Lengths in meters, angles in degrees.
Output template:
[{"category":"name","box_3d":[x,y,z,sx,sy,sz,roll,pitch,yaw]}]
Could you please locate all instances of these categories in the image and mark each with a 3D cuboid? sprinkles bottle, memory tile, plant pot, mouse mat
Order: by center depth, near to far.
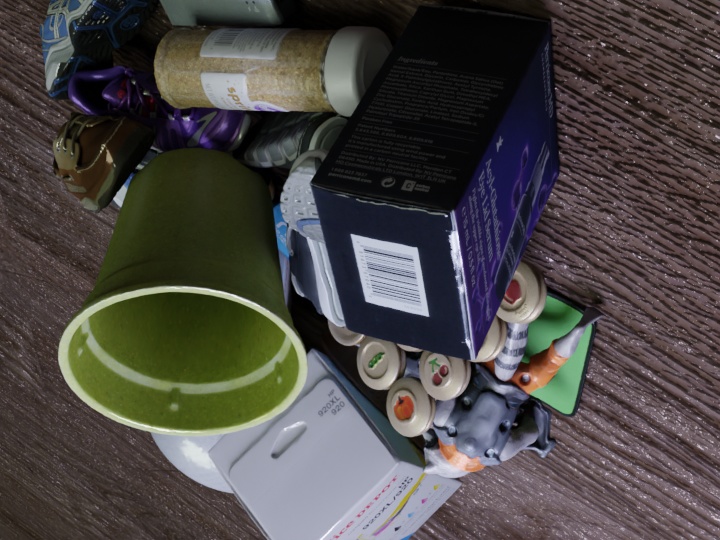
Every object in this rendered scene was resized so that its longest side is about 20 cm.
[{"category":"sprinkles bottle","box_3d":[-0.070,-0.160,1.035,0.198,0.069,0.069,7,137,32]},{"category":"memory tile","box_3d":[0.057,0.028,1.081,0.200,0.017,0.154,-50,58,31]},{"category":"plant pot","box_3d":[-0.141,0.006,1.090,0.197,0.186,0.202,0,140,0]},{"category":"mouse mat","box_3d":[0.120,0.045,1.183,0.199,0.008,0.162,28,147,20]}]

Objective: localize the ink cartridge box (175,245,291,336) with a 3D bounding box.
[{"category":"ink cartridge box","box_3d":[-0.144,0.053,1.273,0.144,0.149,0.201,4,154,-1]}]

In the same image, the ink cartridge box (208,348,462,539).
[{"category":"ink cartridge box","box_3d":[-0.021,0.194,1.264,0.145,0.147,0.200,48,-175,25]}]

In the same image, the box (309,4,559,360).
[{"category":"box","box_3d":[0.060,-0.066,0.909,0.103,0.201,0.149,12,142,23]}]

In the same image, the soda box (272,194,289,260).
[{"category":"soda box","box_3d":[0.000,0.000,1.195,0.200,0.064,0.068,48,149,-7]}]

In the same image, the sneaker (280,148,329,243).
[{"category":"sneaker","box_3d":[0.001,-0.051,0.997,0.074,0.088,0.200,15,167,26]}]

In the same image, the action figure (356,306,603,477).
[{"category":"action figure","box_3d":[0.090,0.089,1.109,0.198,0.105,0.195,22,109,4]}]

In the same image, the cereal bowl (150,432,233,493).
[{"category":"cereal bowl","box_3d":[-0.129,0.137,1.409,0.199,0.200,0.084,37,133,6]}]

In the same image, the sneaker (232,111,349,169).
[{"category":"sneaker","box_3d":[-0.021,-0.085,1.111,0.199,0.075,0.116,-4,130,50]}]

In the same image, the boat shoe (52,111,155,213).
[{"category":"boat shoe","box_3d":[-0.239,-0.101,1.150,0.074,0.076,0.200,38,161,-12]}]

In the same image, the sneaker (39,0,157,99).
[{"category":"sneaker","box_3d":[-0.246,-0.235,1.169,0.200,0.075,0.078,-38,69,45]}]

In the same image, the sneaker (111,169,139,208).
[{"category":"sneaker","box_3d":[-0.204,-0.085,1.314,0.077,0.076,0.200,-13,130,47]}]

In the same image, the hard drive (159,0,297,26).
[{"category":"hard drive","box_3d":[-0.142,-0.288,1.026,0.138,0.033,0.201,10,137,42]}]

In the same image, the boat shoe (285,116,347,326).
[{"category":"boat shoe","box_3d":[-0.034,-0.043,1.058,0.060,0.075,0.202,30,137,34]}]

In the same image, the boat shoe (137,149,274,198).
[{"category":"boat shoe","box_3d":[-0.168,-0.121,1.235,0.198,0.075,0.063,27,143,13]}]

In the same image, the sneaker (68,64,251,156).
[{"category":"sneaker","box_3d":[-0.182,-0.142,1.151,0.198,0.082,0.083,8,169,32]}]

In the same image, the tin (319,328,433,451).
[{"category":"tin","box_3d":[0.040,0.123,1.282,0.200,0.042,0.112,45,-171,-20]}]
